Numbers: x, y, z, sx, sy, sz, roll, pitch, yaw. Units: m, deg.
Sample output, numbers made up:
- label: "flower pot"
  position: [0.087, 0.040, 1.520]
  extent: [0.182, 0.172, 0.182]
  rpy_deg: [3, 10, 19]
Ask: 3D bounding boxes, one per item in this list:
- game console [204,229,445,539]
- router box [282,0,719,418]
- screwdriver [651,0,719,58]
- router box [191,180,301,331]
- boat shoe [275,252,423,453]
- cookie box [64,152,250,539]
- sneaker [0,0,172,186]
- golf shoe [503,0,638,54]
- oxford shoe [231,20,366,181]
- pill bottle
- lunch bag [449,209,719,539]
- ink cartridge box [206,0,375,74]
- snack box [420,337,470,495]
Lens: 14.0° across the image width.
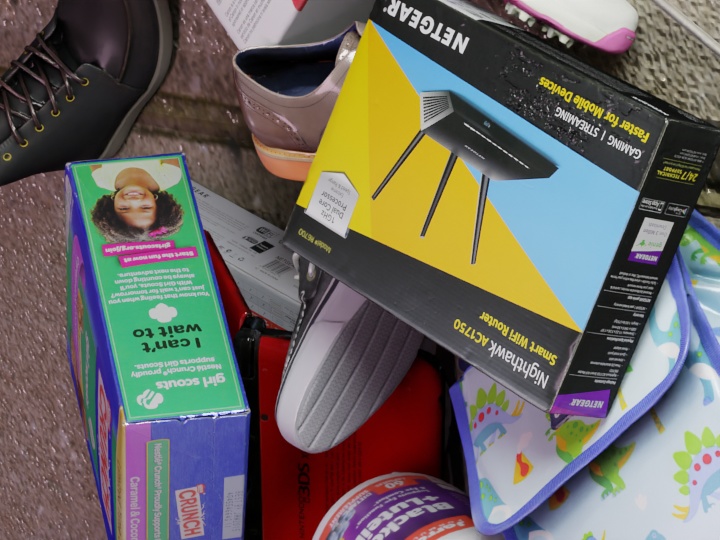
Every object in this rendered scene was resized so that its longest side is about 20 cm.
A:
- label: "game console"
  position: [-0.026, 0.094, 1.705]
  extent: [0.172, 0.119, 0.200]
  rpy_deg: [7, 124, 11]
- label: "router box"
  position: [0.065, -0.038, 1.404]
  extent: [0.200, 0.051, 0.149]
  rpy_deg: [32, 106, 42]
- label: "screwdriver"
  position: [0.204, -0.075, 1.361]
  extent: [0.200, 0.029, 0.028]
  rpy_deg: [48, 144, 30]
- label: "router box"
  position: [-0.063, 0.059, 1.793]
  extent: [0.200, 0.049, 0.180]
  rpy_deg: [29, 133, 42]
- label: "boat shoe"
  position: [0.000, 0.000, 1.580]
  extent: [0.071, 0.072, 0.200]
  rpy_deg: [25, 87, 38]
- label: "cookie box"
  position: [-0.118, 0.062, 1.673]
  extent: [0.171, 0.075, 0.200]
  rpy_deg: [96, 162, -47]
- label: "sneaker"
  position: [-0.185, -0.116, 1.793]
  extent: [0.075, 0.106, 0.200]
  rpy_deg: [50, 145, 20]
- label: "golf shoe"
  position: [0.066, -0.187, 1.429]
  extent: [0.200, 0.075, 0.092]
  rpy_deg: [39, 99, 3]
- label: "oxford shoe"
  position: [0.022, -0.088, 1.507]
  extent: [0.200, 0.071, 0.073]
  rpy_deg: [-3, 135, 28]
- label: "pill bottle"
  position: [0.051, 0.180, 1.541]
  extent: [0.200, 0.111, 0.112]
  rpy_deg: [-155, 47, -69]
- label: "lunch bag"
  position: [0.148, 0.087, 1.424]
  extent: [0.170, 0.127, 0.200]
  rpy_deg: [-44, 68, 33]
- label: "ink cartridge box"
  position: [-0.056, -0.231, 1.558]
  extent: [0.200, 0.084, 0.144]
  rpy_deg: [56, 147, 13]
- label: "snack box"
  position: [0.040, 0.056, 1.671]
  extent: [0.072, 0.024, 0.200]
  rpy_deg: [27, 132, 45]
